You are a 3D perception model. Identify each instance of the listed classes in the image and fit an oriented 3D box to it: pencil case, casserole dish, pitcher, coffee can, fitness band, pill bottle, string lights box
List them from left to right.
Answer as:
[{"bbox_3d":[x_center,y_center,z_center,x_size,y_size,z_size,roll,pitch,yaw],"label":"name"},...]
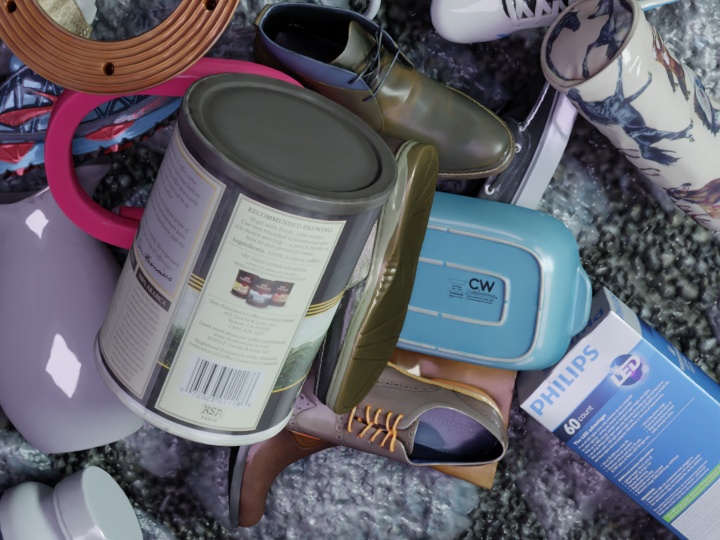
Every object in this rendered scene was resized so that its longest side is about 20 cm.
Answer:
[{"bbox_3d":[-0.272,0.232,1.458,0.199,0.111,0.111,-29,106,12],"label":"pill bottle"},{"bbox_3d":[-0.244,0.031,1.388,0.171,0.121,0.201,-10,99,11],"label":"pitcher"},{"bbox_3d":[-0.117,-0.079,1.303,0.199,0.037,0.144,3,122,-5],"label":"fitness band"},{"bbox_3d":[-0.079,-0.007,1.241,0.146,0.147,0.201,22,120,-5],"label":"coffee can"},{"bbox_3d":[0.065,0.009,1.348,0.199,0.039,0.122,11,109,19],"label":"casserole dish"},{"bbox_3d":[0.225,0.118,1.424,0.200,0.059,0.103,40,106,-11],"label":"string lights box"},{"bbox_3d":[0.208,-0.112,1.300,0.078,0.090,0.200,-20,135,38],"label":"pencil case"}]

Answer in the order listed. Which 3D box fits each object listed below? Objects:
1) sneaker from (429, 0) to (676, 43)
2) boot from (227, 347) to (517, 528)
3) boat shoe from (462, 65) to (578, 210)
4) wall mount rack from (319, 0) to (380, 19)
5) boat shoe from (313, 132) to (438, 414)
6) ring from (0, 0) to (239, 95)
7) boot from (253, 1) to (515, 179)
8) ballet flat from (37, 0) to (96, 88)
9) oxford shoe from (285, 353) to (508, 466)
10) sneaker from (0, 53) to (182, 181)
[{"bbox_3d":[0.143,-0.201,1.311,0.199,0.073,0.072,-14,110,8],"label":"sneaker"},{"bbox_3d":[0.006,0.130,1.445,0.199,0.068,0.189,16,96,-9],"label":"boot"},{"bbox_3d":[0.103,-0.084,1.359,0.066,0.070,0.201,20,116,-6],"label":"boat shoe"},{"bbox_3d":[-0.070,-0.250,1.306,0.173,0.074,0.201,-2,113,44],"label":"wall mount rack"},{"bbox_3d":[0.000,0.000,1.318,0.065,0.073,0.201,22,102,23],"label":"boat shoe"},{"bbox_3d":[-0.162,-0.215,1.238,0.199,0.019,0.201,1,94,17],"label":"ring"},{"bbox_3d":[0.011,-0.123,1.301,0.199,0.097,0.075,22,79,11],"label":"boot"},{"bbox_3d":[-0.217,-0.226,1.301,0.065,0.071,0.201,-23,91,0],"label":"ballet flat"},{"bbox_3d":[0.013,0.101,1.368,0.199,0.073,0.072,9,101,-9],"label":"oxford shoe"},{"bbox_3d":[-0.213,-0.126,1.348,0.199,0.079,0.096,-15,106,7],"label":"sneaker"}]
